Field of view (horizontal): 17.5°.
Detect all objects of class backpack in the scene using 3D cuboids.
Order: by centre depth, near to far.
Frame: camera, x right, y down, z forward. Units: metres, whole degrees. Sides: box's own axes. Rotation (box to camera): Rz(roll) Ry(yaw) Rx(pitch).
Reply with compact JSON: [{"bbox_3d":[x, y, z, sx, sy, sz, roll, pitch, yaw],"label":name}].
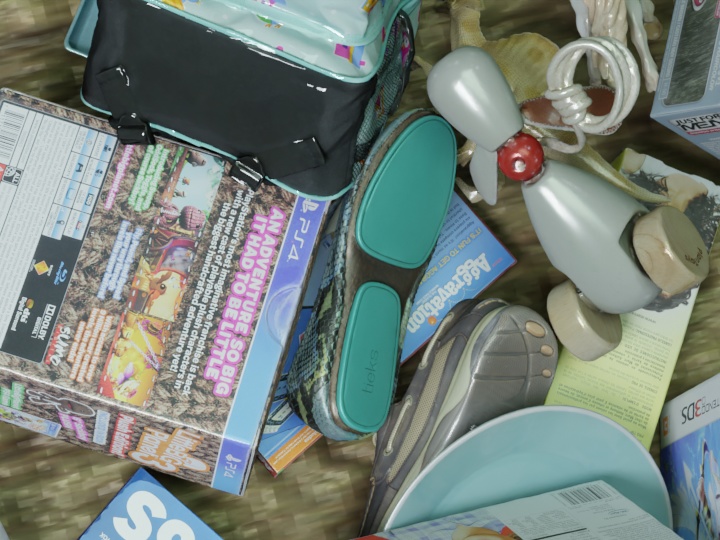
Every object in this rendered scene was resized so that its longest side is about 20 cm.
[{"bbox_3d":[-0.049,-0.153,1.324,0.175,0.200,0.154,19,116,7],"label":"backpack"}]

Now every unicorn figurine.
[{"bbox_3d":[0.141,-0.187,1.432,0.073,0.200,0.138,-24,113,-4],"label":"unicorn figurine"}]

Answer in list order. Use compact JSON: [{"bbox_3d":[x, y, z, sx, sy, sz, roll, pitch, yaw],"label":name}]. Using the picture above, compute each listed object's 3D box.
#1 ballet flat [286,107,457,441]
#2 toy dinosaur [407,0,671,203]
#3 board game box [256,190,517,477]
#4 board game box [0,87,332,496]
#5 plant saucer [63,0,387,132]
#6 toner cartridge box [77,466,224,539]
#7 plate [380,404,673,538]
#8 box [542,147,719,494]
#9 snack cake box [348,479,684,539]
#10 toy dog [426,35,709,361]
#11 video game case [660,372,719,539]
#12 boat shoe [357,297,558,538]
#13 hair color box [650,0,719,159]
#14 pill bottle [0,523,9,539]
[{"bbox_3d":[0.000,0.000,1.364,0.074,0.074,0.201,19,75,-7],"label":"ballet flat"},{"bbox_3d":[0.089,-0.093,1.411,0.101,0.058,0.200,-41,70,1],"label":"toy dinosaur"},{"bbox_3d":[-0.011,0.020,1.403,0.200,0.019,0.103,-40,86,-17],"label":"board game box"},{"bbox_3d":[-0.134,0.013,1.320,0.198,0.097,0.161,18,68,-1],"label":"board game box"},{"bbox_3d":[-0.077,-0.124,1.422,0.199,0.019,0.070,22,69,-6],"label":"plant saucer"},{"bbox_3d":[-0.083,0.214,1.331,0.200,0.043,0.095,41,74,0],"label":"toner cartridge box"},{"bbox_3d":[0.091,0.170,1.351,0.199,0.026,0.202,-8,110,-23],"label":"plate"},{"bbox_3d":[0.158,0.033,1.419,0.075,0.050,0.201,20,75,-6],"label":"box"},{"bbox_3d":[0.075,0.182,1.267,0.198,0.115,0.068,-10,111,-22],"label":"snack cake box"},{"bbox_3d":[0.124,-0.052,1.353,0.131,0.096,0.201,-13,109,21],"label":"toy dog"},{"bbox_3d":[0.217,0.160,1.333,0.045,0.181,0.202,4,76,-9],"label":"video game case"},{"bbox_3d":[0.047,0.108,1.369,0.074,0.073,0.201,28,92,-34],"label":"boat shoe"},{"bbox_3d":[0.270,-0.102,1.423,0.199,0.060,0.100,27,70,-36],"label":"hair color box"},{"bbox_3d":[-0.205,0.239,1.265,0.110,0.111,0.201,-26,83,-16],"label":"pill bottle"}]
